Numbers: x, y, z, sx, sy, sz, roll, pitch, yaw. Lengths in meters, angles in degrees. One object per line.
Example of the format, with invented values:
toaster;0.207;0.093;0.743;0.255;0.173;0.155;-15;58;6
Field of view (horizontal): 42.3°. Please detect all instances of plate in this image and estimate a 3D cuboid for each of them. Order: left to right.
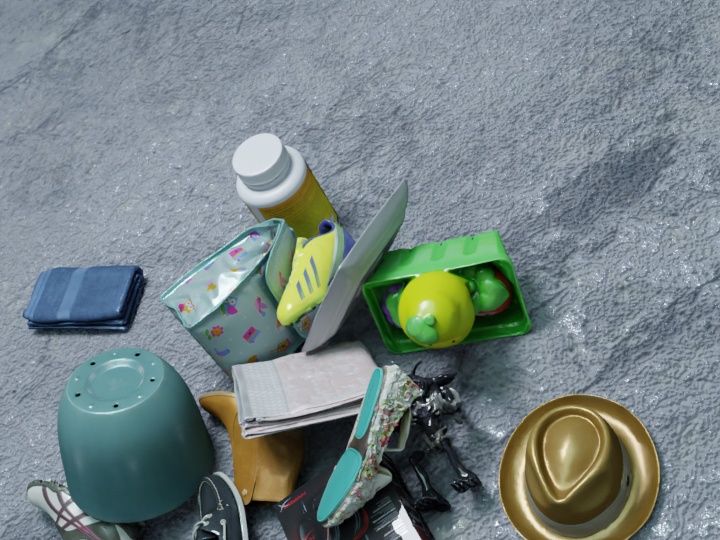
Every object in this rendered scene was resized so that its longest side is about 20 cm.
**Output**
plate;0.000;0.000;1.249;0.032;0.200;0.200;31;49;4

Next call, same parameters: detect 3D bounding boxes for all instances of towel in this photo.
towel;-0.450;0.044;1.520;0.199;0.049;0.112;-3;56;23
towel;-0.067;0.145;1.189;0.190;0.032;0.200;-11;16;-9

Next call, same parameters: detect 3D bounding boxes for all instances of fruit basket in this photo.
fruit basket;0.108;0.049;1.194;0.215;0.156;0.216;-15;37;12

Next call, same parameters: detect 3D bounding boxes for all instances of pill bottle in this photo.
pill bottle;-0.112;-0.108;1.378;0.109;0.200;0.110;-12;53;16

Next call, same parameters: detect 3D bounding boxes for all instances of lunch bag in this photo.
lunch bag;-0.145;0.043;1.303;0.200;0.171;0.122;-42;42;-11

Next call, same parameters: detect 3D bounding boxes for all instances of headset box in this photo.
headset box;0.006;0.326;1.090;0.148;0.075;0.200;-35;50;5

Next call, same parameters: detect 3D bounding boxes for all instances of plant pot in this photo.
plant pot;-0.305;0.201;1.226;0.200;0.161;0.201;-3;36;2

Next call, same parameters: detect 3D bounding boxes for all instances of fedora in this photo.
fedora;0.242;0.220;1.061;0.200;0.082;0.201;-12;53;17

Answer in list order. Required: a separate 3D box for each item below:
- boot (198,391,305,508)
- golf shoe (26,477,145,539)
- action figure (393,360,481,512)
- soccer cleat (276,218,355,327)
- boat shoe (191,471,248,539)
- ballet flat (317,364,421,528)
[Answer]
boot;-0.157;0.240;1.239;0.201;0.071;0.145;-2;69;39
golf shoe;-0.389;0.340;1.265;0.199;0.077;0.088;9;67;29
action figure;0.079;0.188;1.147;0.119;0.102;0.200;-28;53;9
soccer cleat;-0.071;0.002;1.267;0.065;0.084;0.200;-34;13;41
boat shoe;-0.177;0.339;1.162;0.076;0.060;0.200;-61;40;29
ballet flat;0.016;0.207;1.066;0.201;0.064;0.076;-67;17;-3
